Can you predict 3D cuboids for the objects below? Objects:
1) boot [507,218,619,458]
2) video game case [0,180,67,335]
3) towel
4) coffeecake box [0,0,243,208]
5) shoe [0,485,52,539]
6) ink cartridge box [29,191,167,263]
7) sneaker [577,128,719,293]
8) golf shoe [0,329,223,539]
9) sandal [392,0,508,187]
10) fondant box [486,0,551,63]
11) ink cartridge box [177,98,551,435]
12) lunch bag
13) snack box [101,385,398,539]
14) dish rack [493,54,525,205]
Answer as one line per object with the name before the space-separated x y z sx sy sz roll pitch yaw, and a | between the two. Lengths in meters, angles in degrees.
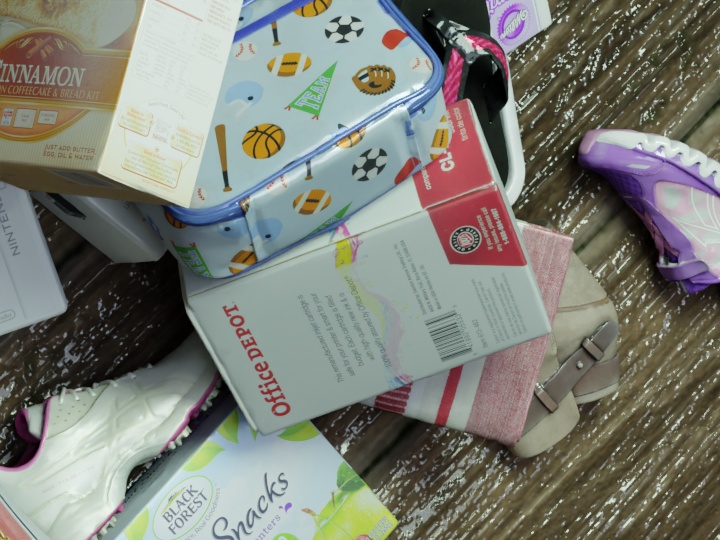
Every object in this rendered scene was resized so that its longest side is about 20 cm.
boot | 0.088 0.063 1.665 0.199 0.070 0.147 -27 113 -12
video game case | -0.295 -0.026 1.443 0.198 0.024 0.183 -19 111 -6
towel | 0.027 0.020 1.587 0.198 0.023 0.145 16 97 0
coffeecake box | -0.145 -0.146 1.382 0.073 0.153 0.202 21 80 -44
shoe | -0.252 0.153 1.447 0.200 0.091 0.072 44 107 0
ink cartridge box | -0.171 -0.119 1.519 0.200 0.084 0.145 40 75 -21
sneaker | 0.232 -0.033 1.728 0.199 0.080 0.089 27 86 -25
golf shoe | -0.160 0.095 1.536 0.091 0.075 0.200 42 64 -3
sandal | 0.069 -0.113 1.555 0.075 0.045 0.201 -35 132 -21
fondant box | 0.036 -0.213 1.548 0.144 0.058 0.201 -35 131 -23
ink cartridge box | 0.000 0.000 1.499 0.198 0.083 0.146 -19 137 5
lunch bag | -0.057 -0.094 1.439 0.199 0.161 0.076 -28 143 -12
snack box | -0.091 0.185 1.580 0.200 0.053 0.142 -48 108 -18
dish rack | 0.019 -0.125 1.637 0.170 0.043 0.202 -13 96 -27
